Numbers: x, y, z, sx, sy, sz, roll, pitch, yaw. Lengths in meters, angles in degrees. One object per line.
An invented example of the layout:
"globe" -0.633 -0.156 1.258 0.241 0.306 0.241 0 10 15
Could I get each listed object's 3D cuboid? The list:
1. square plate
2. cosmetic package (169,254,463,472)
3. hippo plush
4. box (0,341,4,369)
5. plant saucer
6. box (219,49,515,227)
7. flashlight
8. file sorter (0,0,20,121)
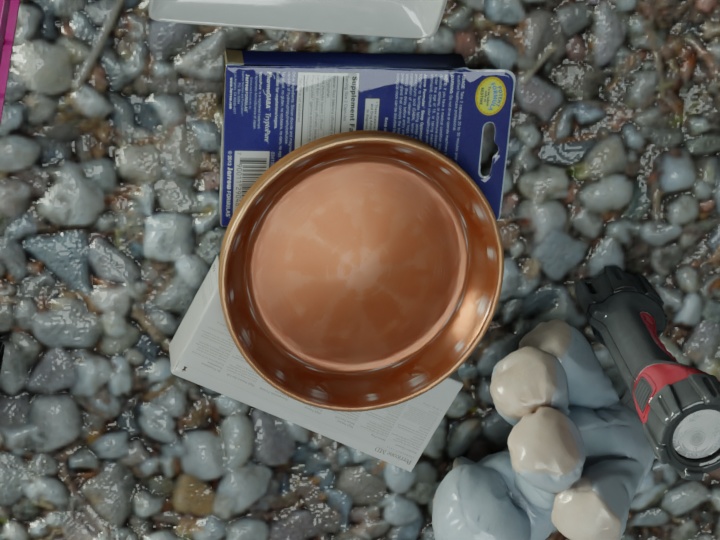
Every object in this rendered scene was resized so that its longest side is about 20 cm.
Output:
"square plate" -0.025 -0.233 1.150 0.198 0.029 0.199 2 139 -14
"cosmetic package" -0.033 0.068 1.323 0.199 0.051 0.083 25 107 -19
"hippo plush" 0.124 0.137 1.346 0.160 0.200 0.160 -32 86 34
"box" -0.360 0.073 1.236 0.199 0.132 0.115 33 112 -21
"plant saucer" 0.000 0.000 1.257 0.199 0.032 0.202 -4 111 -10
"box" 0.003 -0.089 1.259 0.198 0.032 0.122 1 117 -7
"flashlight" 0.210 0.065 1.270 0.068 0.200 0.068 -25 117 5
"file sorter" -0.296 -0.087 1.132 0.138 0.126 0.201 10 136 -11
